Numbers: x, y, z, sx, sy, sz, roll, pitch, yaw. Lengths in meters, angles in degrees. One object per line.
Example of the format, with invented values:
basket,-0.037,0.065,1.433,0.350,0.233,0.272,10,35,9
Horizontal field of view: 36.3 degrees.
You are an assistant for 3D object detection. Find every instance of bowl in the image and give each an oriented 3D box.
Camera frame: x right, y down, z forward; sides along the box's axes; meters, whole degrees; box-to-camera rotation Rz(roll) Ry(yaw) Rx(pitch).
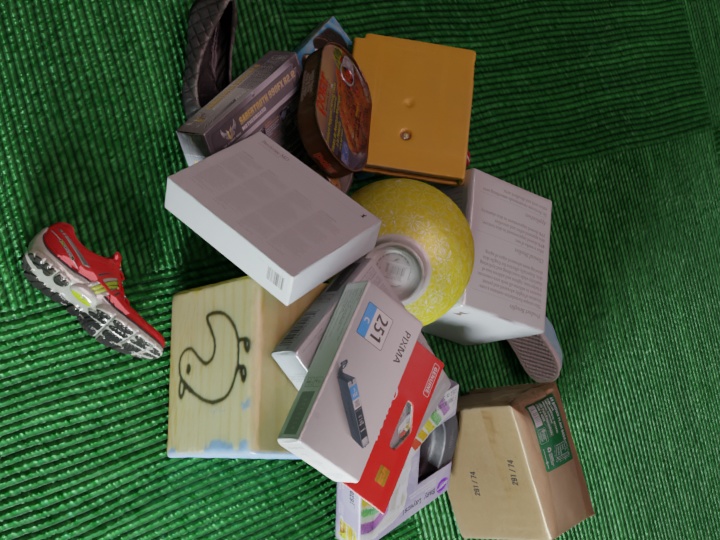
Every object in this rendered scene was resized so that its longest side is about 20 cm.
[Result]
bowl,0.045,-0.008,1.384,0.108,0.199,0.201,-69,134,-74

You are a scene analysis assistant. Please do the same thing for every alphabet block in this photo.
alphabet block,-0.101,0.123,1.315,0.196,0.195,0.201,9,76,-40

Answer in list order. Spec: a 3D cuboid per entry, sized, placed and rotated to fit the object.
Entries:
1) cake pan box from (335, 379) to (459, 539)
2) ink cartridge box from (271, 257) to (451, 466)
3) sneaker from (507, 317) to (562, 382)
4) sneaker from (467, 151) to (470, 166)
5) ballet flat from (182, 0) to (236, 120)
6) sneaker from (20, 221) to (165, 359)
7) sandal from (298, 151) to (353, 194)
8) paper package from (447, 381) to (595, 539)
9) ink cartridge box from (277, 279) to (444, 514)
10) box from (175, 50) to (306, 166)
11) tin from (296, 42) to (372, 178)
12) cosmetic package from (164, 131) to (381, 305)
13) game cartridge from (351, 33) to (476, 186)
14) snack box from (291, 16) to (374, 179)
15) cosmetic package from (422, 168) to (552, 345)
cake pan box,0.050,0.250,1.458,0.200,0.052,0.185,-24,130,-42
ink cartridge box,0.007,0.112,1.261,0.160,0.047,0.200,-51,120,-34
sneaker,0.254,0.077,1.712,0.201,0.074,0.082,67,20,-3
sneaker,0.113,-0.251,1.634,0.200,0.078,0.116,47,57,-25
ballet flat,-0.185,-0.246,1.378,0.066,0.057,0.201,-8,99,-45
sneaker,-0.288,0.022,1.254,0.200,0.077,0.085,47,51,-24
sandal,-0.065,-0.098,1.387,0.082,0.055,0.200,49,53,-8
paper package,0.208,0.270,1.547,0.103,0.190,0.201,-20,94,-40
ink cartridge box,0.018,0.141,1.206,0.176,0.045,0.201,40,61,-30
box,-0.132,-0.160,1.390,0.200,0.048,0.159,-50,137,-37
tin,-0.033,-0.206,1.407,0.112,0.042,0.201,48,34,-39
cosmetic package,-0.100,-0.064,1.248,0.200,0.052,0.151,38,49,22
game cartridge,0.065,-0.223,1.511,0.175,0.032,0.201,9,70,-4
snack box,-0.020,-0.241,1.546,0.200,0.037,0.116,52,55,-21
cosmetic package,0.155,-0.014,1.569,0.167,0.166,0.201,19,70,-36
